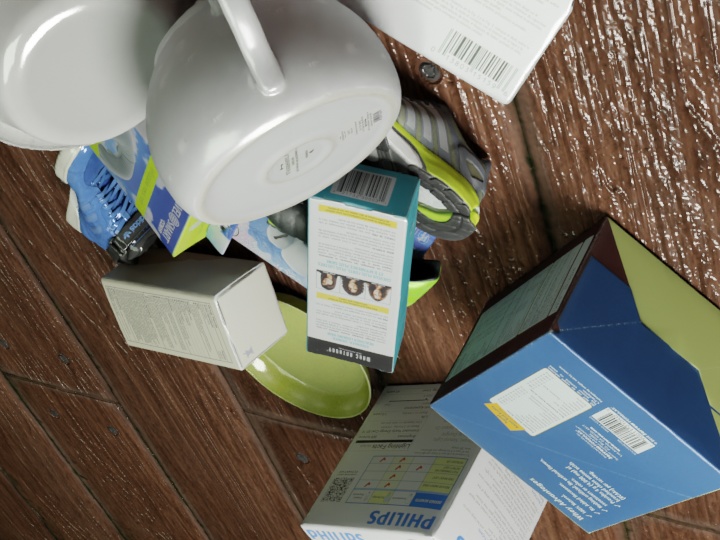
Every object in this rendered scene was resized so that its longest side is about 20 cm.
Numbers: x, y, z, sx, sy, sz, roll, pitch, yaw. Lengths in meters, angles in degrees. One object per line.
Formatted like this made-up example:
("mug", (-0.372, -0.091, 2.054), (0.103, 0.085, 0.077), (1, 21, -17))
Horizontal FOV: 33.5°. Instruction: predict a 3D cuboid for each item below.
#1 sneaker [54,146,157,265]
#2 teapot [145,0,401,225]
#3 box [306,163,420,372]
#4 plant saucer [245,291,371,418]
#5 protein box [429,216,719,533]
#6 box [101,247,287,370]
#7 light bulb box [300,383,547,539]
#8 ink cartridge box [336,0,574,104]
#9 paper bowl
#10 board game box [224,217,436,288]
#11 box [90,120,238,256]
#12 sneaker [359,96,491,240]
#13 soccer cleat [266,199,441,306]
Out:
("sneaker", (-0.259, -0.075, 1.273), (0.111, 0.077, 0.200), (36, 151, 8))
("teapot", (-0.077, -0.138, 0.847), (0.200, 0.197, 0.147), (-40, 73, 38))
("box", (0.000, 0.000, 1.003), (0.082, 0.049, 0.201), (14, 140, 8))
("plant saucer", (-0.069, 0.090, 1.361), (0.199, 0.031, 0.201), (24, 145, 18))
("protein box", (0.206, 0.099, 1.039), (0.198, 0.135, 0.200), (38, 146, -7))
("box", (-0.183, 0.038, 1.309), (0.199, 0.078, 0.096), (9, 125, 41))
("light bulb box", (0.079, 0.231, 1.256), (0.197, 0.200, 0.125), (-8, 128, 46))
("ink cartridge box", (0.062, -0.235, 0.815), (0.199, 0.044, 0.174), (30, 126, -5))
("paper bowl", (-0.211, -0.174, 0.882), (0.105, 0.199, 0.201), (54, 161, 36))
("board game box", (-0.034, -0.053, 1.140), (0.198, 0.043, 0.200), (35, 146, 1))
("box", (-0.189, -0.104, 1.086), (0.200, 0.048, 0.122), (51, 153, 7))
("sneaker", (0.028, -0.115, 0.974), (0.200, 0.081, 0.074), (45, 138, -14))
("soccer cleat", (-0.014, -0.043, 1.049), (0.200, 0.068, 0.081), (39, 136, -18))
